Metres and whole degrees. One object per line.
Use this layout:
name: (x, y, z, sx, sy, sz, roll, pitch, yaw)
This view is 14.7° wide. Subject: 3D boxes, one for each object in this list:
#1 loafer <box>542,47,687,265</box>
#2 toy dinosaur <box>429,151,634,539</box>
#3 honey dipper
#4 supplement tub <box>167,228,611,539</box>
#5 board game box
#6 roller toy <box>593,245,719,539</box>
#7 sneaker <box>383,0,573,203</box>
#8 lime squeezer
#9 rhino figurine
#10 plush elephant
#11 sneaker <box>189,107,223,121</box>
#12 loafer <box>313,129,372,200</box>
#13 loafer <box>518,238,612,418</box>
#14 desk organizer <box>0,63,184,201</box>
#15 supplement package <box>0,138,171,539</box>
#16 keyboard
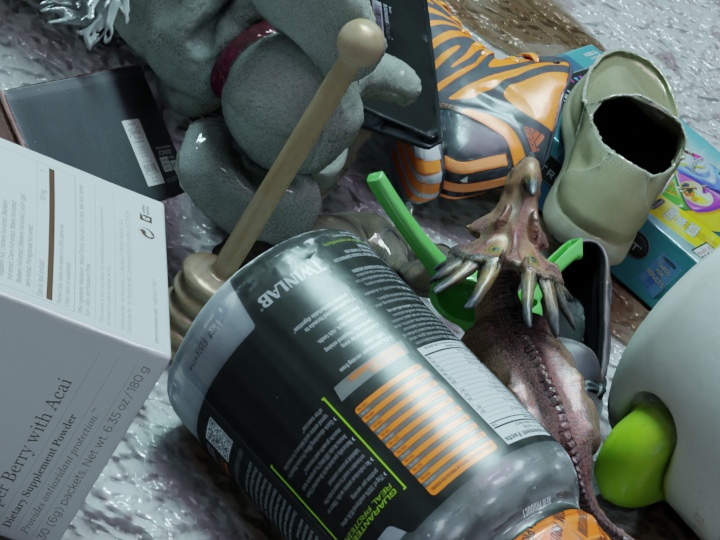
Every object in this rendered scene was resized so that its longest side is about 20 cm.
loafer: (0.159, -0.077, 1.632, 0.076, 0.068, 0.200, 31, 34, -9)
toy dinosaur: (0.082, 0.057, 1.339, 0.086, 0.136, 0.200, -18, 65, -27)
honey dipper: (-0.044, -0.038, 1.325, 0.038, 0.200, 0.038, 24, 29, -14)
supplement tub: (0.015, 0.087, 1.273, 0.200, 0.123, 0.122, 47, 31, 23)
board game box: (0.173, -0.053, 1.730, 0.200, 0.047, 0.151, 42, 29, 16)
roller toy: (0.237, 0.067, 1.460, 0.182, 0.200, 0.140, 2, 41, -53)
sneaker: (0.061, -0.120, 1.658, 0.112, 0.078, 0.201, -6, 53, -14)
lime squeezer: (0.066, 0.002, 1.432, 0.038, 0.071, 0.200, 9, -4, 37)
rhino figurine: (0.000, 0.000, 1.455, 0.087, 0.060, 0.200, 29, 21, 31)
plush elephant: (-0.041, -0.113, 1.381, 0.155, 0.165, 0.200, 45, 40, 14)
sneaker: (-0.097, -0.151, 1.602, 0.086, 0.081, 0.200, 4, 35, -1)
loafer: (-0.034, -0.072, 1.542, 0.072, 0.063, 0.200, 27, 23, 0)
loafer: (0.100, 0.046, 1.485, 0.072, 0.063, 0.200, 29, 29, -7)
desk organizer: (-0.157, -0.048, 1.352, 0.072, 0.077, 0.200, 67, 16, -2)
supplement package: (-0.195, 0.012, 1.176, 0.199, 0.121, 0.120, 22, 31, -19)
keyboard: (-0.010, -0.136, 1.578, 0.104, 0.040, 0.200, 22, 33, -19)
